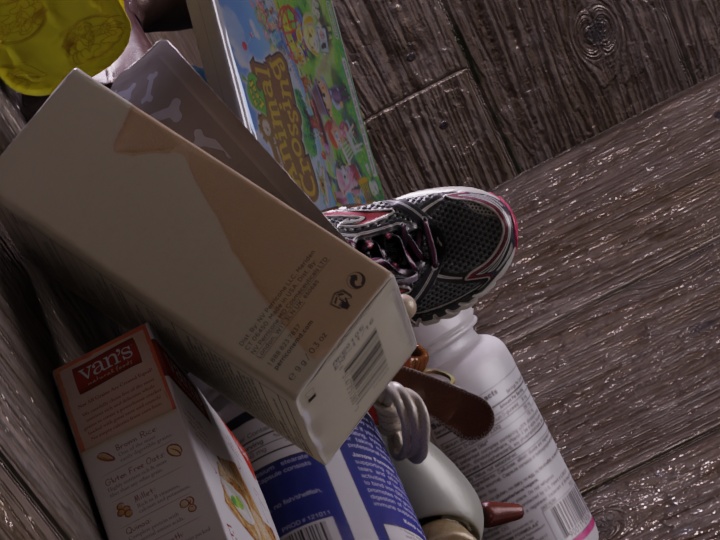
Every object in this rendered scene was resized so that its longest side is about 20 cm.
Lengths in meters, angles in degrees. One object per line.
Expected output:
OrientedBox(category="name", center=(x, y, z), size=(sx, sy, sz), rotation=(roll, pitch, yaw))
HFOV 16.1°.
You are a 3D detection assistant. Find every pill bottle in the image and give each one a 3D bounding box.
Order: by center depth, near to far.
OrientedBox(category="pill bottle", center=(-0.031, 0.134, 1.392), size=(0.116, 0.115, 0.201), rotation=(61, 4, -47))
OrientedBox(category="pill bottle", center=(0.065, 0.113, 1.671), size=(0.201, 0.113, 0.113), rotation=(63, 3, -5))

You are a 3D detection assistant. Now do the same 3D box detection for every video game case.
OrientedBox(category="video game case", center=(-0.045, -0.106, 1.654), size=(0.182, 0.022, 0.202), rotation=(-16, 92, -65))

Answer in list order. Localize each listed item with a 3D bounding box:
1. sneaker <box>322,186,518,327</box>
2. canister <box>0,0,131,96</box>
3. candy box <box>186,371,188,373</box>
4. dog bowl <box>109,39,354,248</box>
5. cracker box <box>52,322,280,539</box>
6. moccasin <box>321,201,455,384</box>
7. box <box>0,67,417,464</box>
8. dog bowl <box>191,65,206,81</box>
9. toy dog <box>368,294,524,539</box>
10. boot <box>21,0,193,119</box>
OrientedBox(category="sneaker", center=(0.000, 0.000, 1.518), size=(0.075, 0.199, 0.081), rotation=(119, -45, -80))
OrientedBox(category="canister", center=(-0.218, -0.223, 1.504), size=(0.201, 0.086, 0.149), rotation=(64, 2, 34))
OrientedBox(category="candy box", center=(-0.096, 0.028, 1.728), size=(0.201, 0.061, 0.136), rotation=(65, 4, 14))
OrientedBox(category="dog bowl", center=(-0.067, -0.039, 1.389), size=(0.200, 0.059, 0.200), rotation=(49, -1, 1))
OrientedBox(category="cracker box", center=(-0.070, 0.141, 1.193), size=(0.201, 0.057, 0.134), rotation=(65, 4, 37))
OrientedBox(category="moccasin", center=(0.012, 0.059, 1.585), size=(0.074, 0.077, 0.203), rotation=(7, 77, -65))
OrientedBox(category="box", center=(-0.078, -0.003, 1.224), size=(0.199, 0.078, 0.095), rotation=(34, -15, 20))
OrientedBox(category="dog bowl", center=(-0.102, -0.044, 1.639), size=(0.111, 0.050, 0.201), rotation=(6, 59, -39))
OrientedBox(category="toy dog", center=(0.043, 0.101, 1.494), size=(0.132, 0.096, 0.201), rotation=(49, -29, 45))
OrientedBox(category="boot", center=(-0.130, -0.144, 1.608), size=(0.200, 0.185, 0.065), rotation=(-118, -156, -59))
